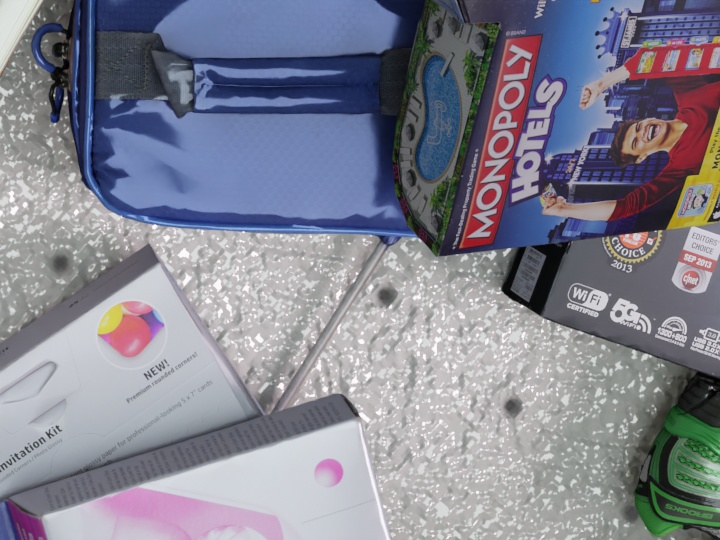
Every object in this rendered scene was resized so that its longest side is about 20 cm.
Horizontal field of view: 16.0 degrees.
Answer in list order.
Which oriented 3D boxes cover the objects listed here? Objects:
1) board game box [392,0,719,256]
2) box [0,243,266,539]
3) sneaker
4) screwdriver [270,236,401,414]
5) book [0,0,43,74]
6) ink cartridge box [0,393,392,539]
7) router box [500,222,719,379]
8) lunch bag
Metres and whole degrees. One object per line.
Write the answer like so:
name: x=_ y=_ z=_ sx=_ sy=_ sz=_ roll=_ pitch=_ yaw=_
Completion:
board game box: x=0.074 y=-0.110 z=0.962 sx=0.199 sy=0.062 sz=0.201 roll=-6 pitch=122 yaw=-35
box: x=-0.101 y=0.114 z=1.139 sx=0.156 sy=0.041 sz=0.200 roll=-34 pitch=109 yaw=-2
sneaker: x=0.215 y=0.130 z=1.219 sx=0.200 sy=0.078 sz=0.085 roll=33 pitch=102 yaw=-12
screwdriver: x=0.000 y=0.000 z=1.152 sx=0.200 sy=0.028 sz=0.029 roll=-54 pitch=138 yaw=4
book: x=-0.163 y=-0.078 z=1.033 sx=0.048 sy=0.134 sz=0.201 roll=28 pitch=93 yaw=-5
ink cartridge box: x=-0.073 y=0.176 z=1.118 sx=0.199 sy=0.043 sz=0.197 roll=-18 pitch=107 yaw=-9
router box: x=0.183 y=-0.024 z=1.174 sx=0.199 sy=0.062 sz=0.150 roll=18 pitch=96 yaw=-18
lunch bag: x=-0.035 y=-0.084 z=1.052 sx=0.199 sy=0.132 sz=0.137 roll=1 pitch=93 yaw=-9
